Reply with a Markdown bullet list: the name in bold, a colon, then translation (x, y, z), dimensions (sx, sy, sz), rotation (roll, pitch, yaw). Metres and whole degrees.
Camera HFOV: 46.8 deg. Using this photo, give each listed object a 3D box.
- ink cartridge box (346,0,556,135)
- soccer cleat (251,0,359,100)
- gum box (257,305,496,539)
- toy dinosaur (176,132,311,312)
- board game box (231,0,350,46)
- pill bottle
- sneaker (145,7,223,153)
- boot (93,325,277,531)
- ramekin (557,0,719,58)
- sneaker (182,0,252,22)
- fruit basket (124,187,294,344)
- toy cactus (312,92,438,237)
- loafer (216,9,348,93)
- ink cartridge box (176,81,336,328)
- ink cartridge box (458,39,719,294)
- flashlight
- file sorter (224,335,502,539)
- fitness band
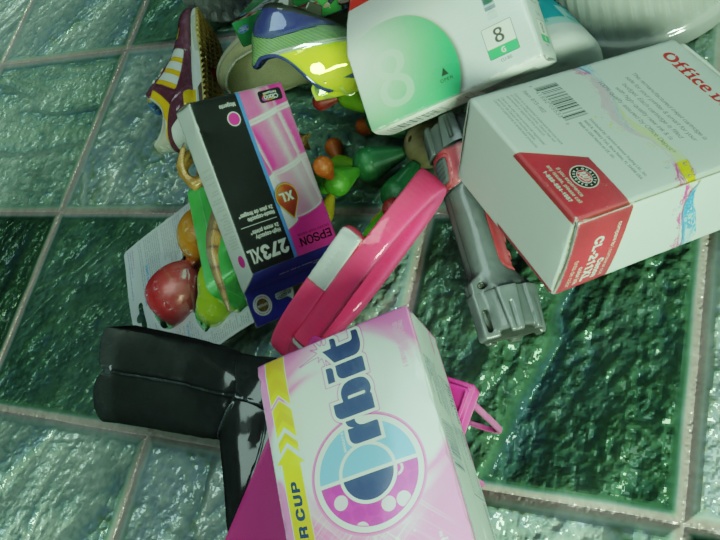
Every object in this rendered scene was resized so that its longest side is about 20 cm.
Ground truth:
- **ink cartridge box**: translation (0.056, -0.236, 0.701), dimensions (0.161, 0.050, 0.200), rotation (-20, 88, 29)
- **soccer cleat**: translation (-0.007, -0.194, 0.790), dimensions (0.200, 0.065, 0.084), rotation (17, 96, -3)
- **gum box**: translation (0.010, 0.129, 0.530), dimensions (0.113, 0.066, 0.200), rotation (-22, 58, 13)
- **toy dinosaur**: translation (-0.117, -0.073, 0.759), dimensions (0.106, 0.060, 0.200), rotation (21, 63, 19)
- **board game box**: translation (-0.048, -0.305, 0.890), dimensions (0.134, 0.029, 0.200), rotation (-14, 30, 19)
- **pill bottle**: translation (0.129, -0.227, 0.783), dimensions (0.111, 0.111, 0.200), rotation (-35, 56, 7)
- **sneaker**: translation (-0.214, -0.229, 0.987), dimensions (0.090, 0.075, 0.200), rotation (-17, 57, 12)
- **boot**: translation (-0.156, 0.141, 0.740), dimensions (0.200, 0.066, 0.165), rotation (9, 77, 20)
- **ramekin**: translation (0.254, -0.307, 0.767), dimensions (0.200, 0.105, 0.201), rotation (-12, 60, 22)
- **sneaker**: translation (-0.129, -0.376, 1.035), dimensions (0.200, 0.075, 0.082), rotation (-22, 42, 9)
- **fruit basket**: translation (-0.158, 0.005, 0.842), dimensions (0.200, 0.094, 0.186), rotation (-37, 52, 25)
- **toy cactus**: translation (0.027, -0.119, 0.803), dimensions (0.165, 0.102, 0.200), rotation (-16, 49, 8)
- **loafer**: translation (-0.069, -0.237, 0.915), dimensions (0.200, 0.076, 0.068), rotation (-22, 50, 15)
- **ink cartridge box**: translation (-0.082, -0.059, 0.734), dimensions (0.037, 0.095, 0.200), rotation (-9, 101, 56)
- **ink cartridge box**: translation (0.200, -0.086, 0.643), dimensions (0.200, 0.083, 0.146), rotation (-19, 52, -17)
- **flashlight**: translation (0.109, -0.038, 0.710), dimensions (0.068, 0.068, 0.200), rotation (-21, 71, 18)
- **file sorter**: translation (0.008, 0.177, 0.625), dimensions (0.139, 0.125, 0.200), rotation (14, 73, 31)
- **fitness band**: translation (0.000, 0.000, 0.691), dimensions (0.037, 0.144, 0.200), rotation (42, 117, 9)
